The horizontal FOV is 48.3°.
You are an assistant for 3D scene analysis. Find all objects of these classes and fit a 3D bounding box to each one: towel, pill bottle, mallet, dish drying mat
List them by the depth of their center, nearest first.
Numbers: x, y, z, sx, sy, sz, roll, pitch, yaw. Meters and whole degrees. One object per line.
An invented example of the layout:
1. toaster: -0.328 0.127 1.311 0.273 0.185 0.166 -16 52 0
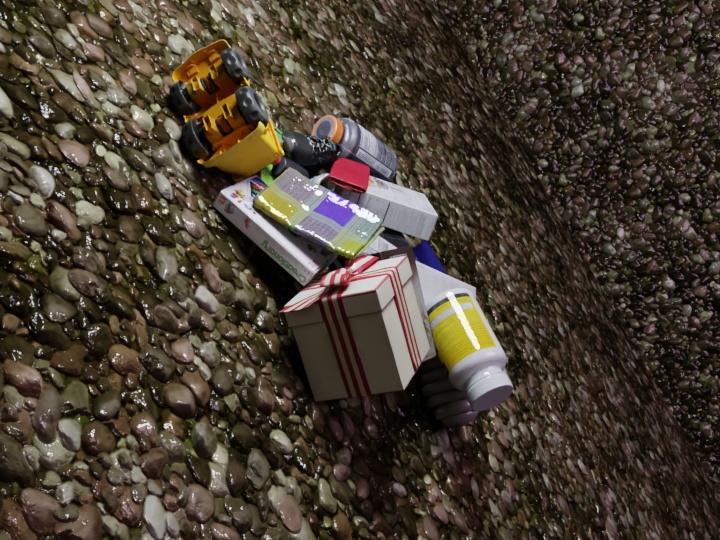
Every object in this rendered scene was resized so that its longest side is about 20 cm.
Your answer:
1. towel: -0.067 -0.095 1.315 0.198 0.023 0.144 31 36 11
2. mallet: -0.106 -0.129 1.384 0.065 0.041 0.201 31 22 -34
3. pill bottle: 0.192 0.141 1.429 0.111 0.111 0.202 23 34 -49
4. dish drying mat: -0.020 -0.184 1.544 0.076 0.018 0.200 21 18 -4
5. towel: 0.153 0.043 1.672 0.202 0.049 0.147 61 22 0
6. pill bottle: -0.016 -0.253 1.706 0.199 0.105 0.108 28 39 -46

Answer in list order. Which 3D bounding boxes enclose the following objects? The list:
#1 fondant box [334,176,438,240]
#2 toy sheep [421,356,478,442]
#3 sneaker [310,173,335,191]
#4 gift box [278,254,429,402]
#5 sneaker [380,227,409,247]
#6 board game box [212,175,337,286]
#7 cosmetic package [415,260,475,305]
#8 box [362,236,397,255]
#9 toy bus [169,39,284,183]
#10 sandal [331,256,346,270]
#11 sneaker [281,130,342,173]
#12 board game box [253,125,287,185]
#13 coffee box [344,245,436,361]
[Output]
1. fondant box: 0.044 -0.136 1.601 0.197 0.059 0.145 18 19 -13
2. toy sheep: 0.179 0.224 1.523 0.137 0.137 0.203 11 58 -56
3. sneaker: -0.076 -0.092 1.457 0.076 0.080 0.203 33 37 -43
4. gift box: -0.018 0.084 1.257 0.185 0.197 0.190 -48 125 -67
5. sneaker: 0.008 -0.090 1.632 0.198 0.071 0.100 18 30 -42
6. board game box: -0.134 -0.070 1.320 0.199 0.035 0.126 41 26 4
7. cosmetic package: 0.146 0.050 1.546 0.198 0.050 0.084 23 61 -41
8. box: 0.038 0.045 1.493 0.155 0.041 0.203 29 55 -45
9. toy bus: -0.208 -0.254 1.359 0.192 0.134 0.202 33 31 -63
10. sandal: 0.000 0.000 1.533 0.200 0.045 0.076 46 30 -24
11. sneaker: -0.093 -0.237 1.536 0.200 0.078 0.077 -8 80 -76
12. board game box: -0.159 -0.194 1.482 0.095 0.030 0.203 36 37 -40
13. coffee box: 0.054 0.068 1.405 0.114 0.079 0.204 -13 89 -56
